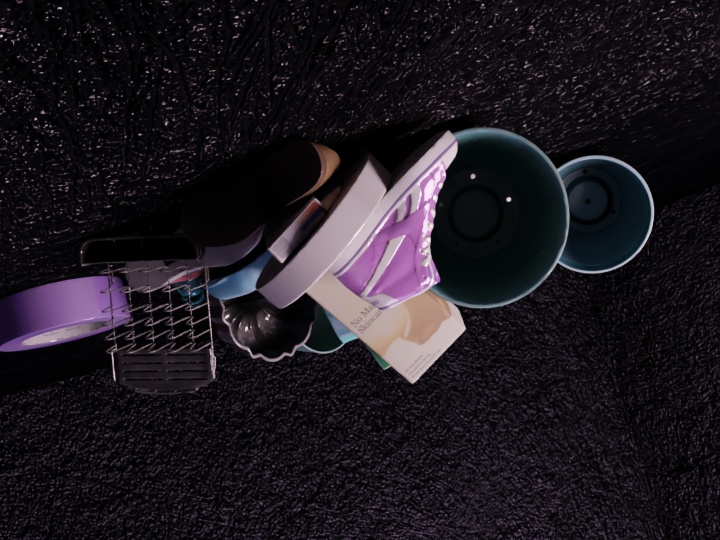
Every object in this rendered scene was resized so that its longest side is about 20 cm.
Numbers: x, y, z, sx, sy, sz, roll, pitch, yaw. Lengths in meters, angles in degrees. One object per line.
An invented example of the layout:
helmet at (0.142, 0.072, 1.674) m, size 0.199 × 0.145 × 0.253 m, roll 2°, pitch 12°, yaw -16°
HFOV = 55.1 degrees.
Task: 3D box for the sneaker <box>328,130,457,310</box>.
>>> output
sneaker at (0.062, -0.049, 0.764) m, size 0.201 × 0.114 × 0.073 m, roll -51°, pitch -169°, yaw 3°

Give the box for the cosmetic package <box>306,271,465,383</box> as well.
cosmetic package at (0.025, 0.033, 0.861) m, size 0.105 × 0.199 × 0.071 m, roll -47°, pitch -167°, yaw 13°

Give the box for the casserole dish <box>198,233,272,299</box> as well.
casserole dish at (-0.131, -0.020, 0.937) m, size 0.120 × 0.039 × 0.200 m, roll -15°, pitch -158°, yaw 44°

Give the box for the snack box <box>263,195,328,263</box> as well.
snack box at (-0.078, -0.056, 0.789) m, size 0.072 × 0.024 × 0.200 m, roll -48°, pitch -167°, yaw 1°

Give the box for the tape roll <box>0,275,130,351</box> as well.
tape roll at (-0.468, 0.069, 1.083) m, size 0.196 × 0.067 × 0.200 m, roll -16°, pitch 173°, yaw -2°

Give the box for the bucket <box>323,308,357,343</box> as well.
bucket at (0.000, 0.000, 1.040) m, size 0.133 × 0.211 × 0.207 m, roll -23°, pitch 174°, yaw 1°

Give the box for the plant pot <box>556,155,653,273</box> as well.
plant pot at (0.422, -0.118, 1.268) m, size 0.197 × 0.204 × 0.188 m, roll -18°, pitch -171°, yaw 20°

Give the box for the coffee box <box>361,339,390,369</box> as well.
coffee box at (0.024, 0.019, 0.919) m, size 0.122 × 0.201 × 0.044 m, roll -35°, pitch -165°, yaw 8°

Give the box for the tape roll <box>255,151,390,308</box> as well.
tape roll at (-0.044, -0.047, 0.785) m, size 0.203 × 0.037 × 0.203 m, roll -47°, pitch -167°, yaw 14°

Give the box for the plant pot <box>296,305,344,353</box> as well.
plant pot at (-0.127, 0.063, 1.371) m, size 0.159 × 0.205 × 0.198 m, roll -7°, pitch -179°, yaw 44°

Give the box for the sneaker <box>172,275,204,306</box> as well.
sneaker at (-0.271, 0.019, 1.089) m, size 0.076 × 0.081 × 0.200 m, roll -14°, pitch 174°, yaw -11°

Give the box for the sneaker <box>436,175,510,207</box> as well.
sneaker at (0.153, -0.129, 1.022) m, size 0.196 × 0.077 × 0.088 m, roll -8°, pitch -176°, yaw -19°

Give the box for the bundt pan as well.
bundt pan at (-0.157, 0.036, 1.051) m, size 0.075 × 0.207 × 0.200 m, roll -7°, pitch -179°, yaw 41°

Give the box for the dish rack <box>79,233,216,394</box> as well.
dish rack at (-0.254, 0.056, 0.847) m, size 0.150 × 0.205 × 0.055 m, roll -2°, pitch -172°, yaw 10°

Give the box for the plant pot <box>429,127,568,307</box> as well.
plant pot at (0.147, -0.068, 0.867) m, size 0.197 × 0.205 × 0.161 m, roll -17°, pitch -176°, yaw 8°

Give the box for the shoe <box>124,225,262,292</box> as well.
shoe at (-0.206, -0.033, 0.901) m, size 0.197 × 0.073 × 0.091 m, roll -22°, pitch -174°, yaw 15°

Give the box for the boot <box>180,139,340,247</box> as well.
boot at (-0.107, -0.079, 0.746) m, size 0.197 × 0.075 × 0.075 m, roll -22°, pitch -178°, yaw 25°
